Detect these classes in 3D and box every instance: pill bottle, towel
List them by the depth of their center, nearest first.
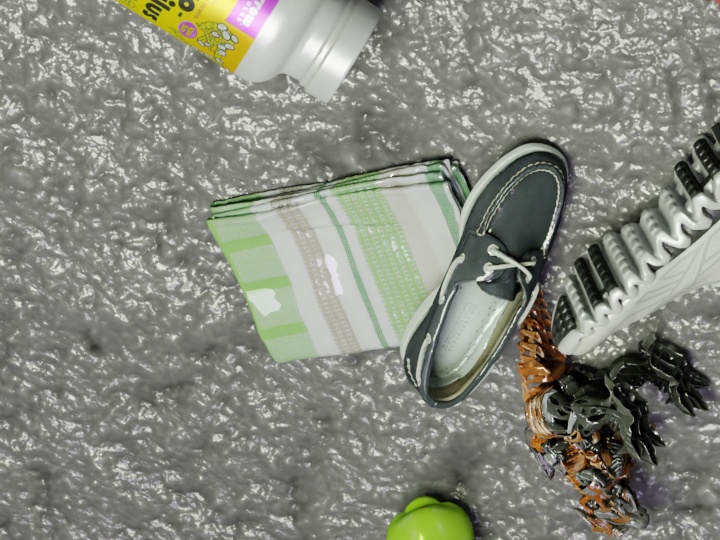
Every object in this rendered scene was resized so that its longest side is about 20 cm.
[{"bbox_3d":[-0.088,-0.194,1.600,0.200,0.104,0.104,31,128,-5],"label":"pill bottle"},{"bbox_3d":[0.000,0.000,1.756,0.200,0.031,0.149,-10,120,24],"label":"towel"}]

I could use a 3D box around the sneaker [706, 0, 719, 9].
[{"bbox_3d":[0.200,-0.218,1.512,0.200,0.071,0.098,17,128,3],"label":"sneaker"}]

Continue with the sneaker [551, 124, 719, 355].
[{"bbox_3d":[0.212,-0.006,1.644,0.081,0.075,0.200,34,114,-26],"label":"sneaker"}]

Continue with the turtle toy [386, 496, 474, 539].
[{"bbox_3d":[0.069,0.271,1.879,0.146,0.101,0.200,-13,119,-2],"label":"turtle toy"}]

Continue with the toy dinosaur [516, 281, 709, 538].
[{"bbox_3d":[0.162,0.104,1.742,0.136,0.102,0.200,-13,130,43],"label":"toy dinosaur"}]

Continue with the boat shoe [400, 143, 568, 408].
[{"bbox_3d":[0.093,0.007,1.682,0.076,0.060,0.200,15,114,-18],"label":"boat shoe"}]
